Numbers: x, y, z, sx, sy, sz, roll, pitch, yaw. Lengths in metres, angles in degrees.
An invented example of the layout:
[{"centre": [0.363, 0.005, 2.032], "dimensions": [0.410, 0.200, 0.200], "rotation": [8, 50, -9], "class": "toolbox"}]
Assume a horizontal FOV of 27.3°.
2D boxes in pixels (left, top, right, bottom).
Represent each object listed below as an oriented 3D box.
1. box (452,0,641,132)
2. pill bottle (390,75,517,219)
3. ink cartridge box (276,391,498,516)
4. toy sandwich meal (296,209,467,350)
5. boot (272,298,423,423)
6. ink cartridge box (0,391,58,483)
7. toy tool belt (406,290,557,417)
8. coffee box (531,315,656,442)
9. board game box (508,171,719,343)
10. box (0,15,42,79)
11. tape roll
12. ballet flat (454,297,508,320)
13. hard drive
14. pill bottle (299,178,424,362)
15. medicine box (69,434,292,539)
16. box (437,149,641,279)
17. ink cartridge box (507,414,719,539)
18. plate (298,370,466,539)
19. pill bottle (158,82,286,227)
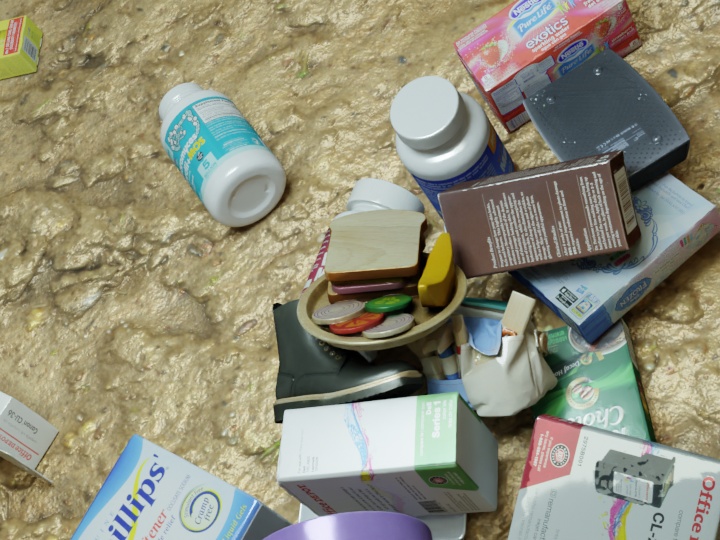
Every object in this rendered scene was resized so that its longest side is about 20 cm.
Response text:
[{"centre": [0.226, -0.274, 1.795], "dimensions": [0.199, 0.100, 0.096], "rotation": [-34, 56, 5], "class": "box"}, {"centre": [0.107, -0.137, 1.714], "dimensions": [0.111, 0.200, 0.113], "rotation": [-10, 61, 19], "class": "pill bottle"}, {"centre": [0.031, 0.200, 1.565], "dimensions": [0.199, 0.145, 0.084], "rotation": [-8, 61, 20], "class": "ink cartridge box"}, {"centre": [0.021, 0.007, 1.573], "dimensions": [0.204, 0.071, 0.206], "rotation": [-9, 29, 5], "class": "toy sandwich meal"}, {"centre": [-0.026, 0.083, 1.604], "dimensions": [0.199, 0.077, 0.139], "rotation": [-16, 74, 36], "class": "boot"}, {"centre": [-0.460, 0.184, 1.849], "dimensions": [0.199, 0.117, 0.068], "rotation": [23, 75, 31], "class": "ink cartridge box"}, {"centre": [0.108, 0.084, 1.600], "dimensions": [0.199, 0.125, 0.124], "rotation": [-3, 104, 33], "class": "toy tool belt"}, {"centre": [0.247, 0.151, 1.593], "dimensions": [0.122, 0.044, 0.201], "rotation": [-16, 59, 16], "class": "coffee box"}, {"centre": [0.265, -0.043, 1.663], "dimensions": [0.199, 0.043, 0.200], "rotation": [-41, 44, -4], "class": "board game box"}, {"centre": [-0.572, -0.318, 2.205], "dimensions": [0.199, 0.050, 0.076], "rotation": [-7, 61, 20], "class": "box"}, {"centre": [-0.016, 0.326, 1.525], "dimensions": [0.199, 0.200, 0.085], "rotation": [-18, 58, 14], "class": "tape roll"}, {"centre": [0.093, 0.054, 1.679], "dimensions": [0.199, 0.070, 0.070], "rotation": [11, 64, -9], "class": "ballet flat"}, {"centre": [0.281, -0.162, 1.693], "dimensions": [0.134, 0.042, 0.200], "rotation": [-32, 44, 3], "class": "hard drive"}, {"centre": [0.000, 0.000, 1.745], "dimensions": [0.109, 0.110, 0.201], "rotation": [12, 70, 28], "class": "pill bottle"}, {"centre": [-0.211, 0.314, 1.676], "dimensions": [0.199, 0.103, 0.183], "rotation": [22, 74, 31], "class": "medicine box"}, {"centre": [0.194, -0.059, 1.606], "dimensions": [0.199, 0.075, 0.101], "rotation": [-10, 100, 24], "class": "box"}, {"centre": [0.262, 0.238, 1.479], "dimensions": [0.199, 0.083, 0.147], "rotation": [13, 87, 19], "class": "ink cartridge box"}, {"centre": [0.032, 0.213, 1.665], "dimensions": [0.199, 0.032, 0.201], "rotation": [-6, 63, 21], "class": "plate"}, {"centre": [-0.186, -0.156, 1.911], "dimensions": [0.111, 0.111, 0.200], "rotation": [-39, 55, 1], "class": "pill bottle"}]
